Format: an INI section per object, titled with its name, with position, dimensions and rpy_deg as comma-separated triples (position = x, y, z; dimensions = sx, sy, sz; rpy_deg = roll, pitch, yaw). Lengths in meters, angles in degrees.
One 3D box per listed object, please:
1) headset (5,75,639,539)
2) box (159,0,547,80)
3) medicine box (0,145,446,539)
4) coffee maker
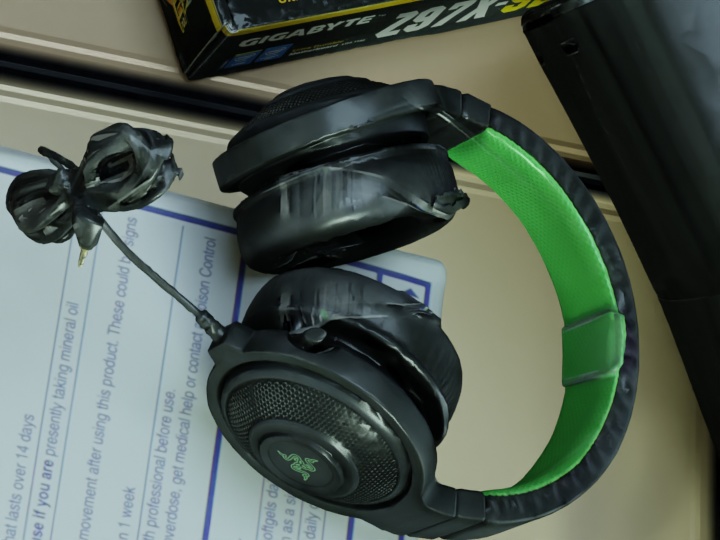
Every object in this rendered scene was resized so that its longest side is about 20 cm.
[headset]
position = 0.000, 0.000, 0.792
dimensions = 0.199, 0.094, 0.124
rpy_deg = 14, 66, -31
[box]
position = 0.011, -0.160, 0.996
dimensions = 0.199, 0.049, 0.161
rpy_deg = -12, 79, -26
[medicine box]
position = -0.090, 0.073, 0.840
dimensions = 0.199, 0.103, 0.183
rpy_deg = 14, 67, -17
[coffee maker]
position = 0.130, -0.012, 0.929
dimensions = 0.192, 0.135, 0.201
rpy_deg = -27, 93, -31
